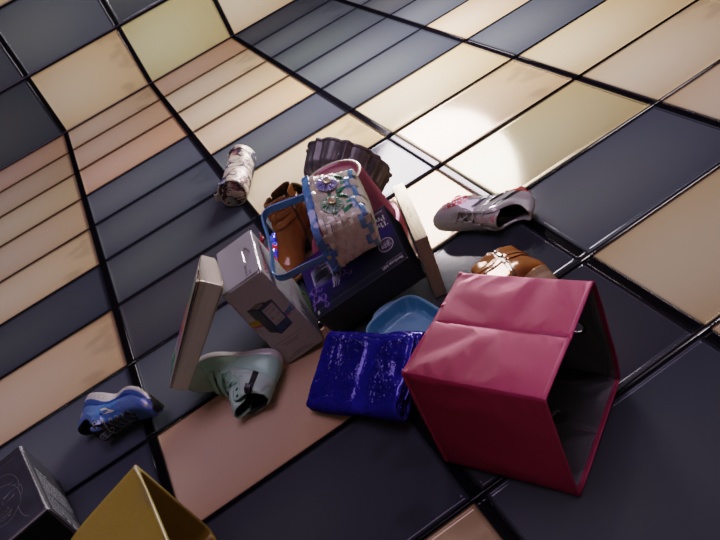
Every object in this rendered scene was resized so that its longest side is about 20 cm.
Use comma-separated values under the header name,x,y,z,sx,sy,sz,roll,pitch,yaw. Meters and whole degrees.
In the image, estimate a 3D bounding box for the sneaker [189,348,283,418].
name,x,y,z,sx,sy,sz,roll,pitch,yaw
sneaker,-0.238,0.205,1.261,0.198,0.074,0.119,-14,36,18

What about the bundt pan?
name,x,y,z,sx,sy,sz,roll,pitch,yaw
bundt pan,-0.035,-0.203,1.560,0.200,0.202,0.077,5,69,36

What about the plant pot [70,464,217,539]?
name,x,y,z,sx,sy,sz,roll,pitch,yaw
plant pot,-0.290,0.423,0.930,0.200,0.195,0.195,-40,37,-10

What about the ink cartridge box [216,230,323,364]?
name,x,y,z,sx,sy,sz,roll,pitch,yaw
ink cartridge box,-0.166,0.047,1.299,0.087,0.201,0.146,-33,36,5

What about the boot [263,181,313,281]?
name,x,y,z,sx,sy,sz,roll,pitch,yaw
boot,-0.157,-0.074,1.490,0.076,0.156,0.201,1,44,33

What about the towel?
name,x,y,z,sx,sy,sz,roll,pitch,yaw
towel,0.006,0.160,1.145,0.198,0.050,0.149,-4,55,40

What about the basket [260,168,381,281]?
name,x,y,z,sx,sy,sz,roll,pitch,yaw
basket,-0.076,-0.083,1.261,0.198,0.139,0.178,-26,49,7

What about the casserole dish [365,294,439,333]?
name,x,y,z,sx,sy,sz,roll,pitch,yaw
casserole dish,0.094,0.112,1.198,0.121,0.039,0.199,-38,36,-15

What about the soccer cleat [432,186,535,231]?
name,x,y,z,sx,sy,sz,roll,pitch,yaw
soccer cleat,0.233,-0.106,1.361,0.197,0.069,0.086,-11,34,14

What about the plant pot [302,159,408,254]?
name,x,y,z,sx,sy,sz,roll,pitch,yaw
plant pot,-0.025,-0.112,1.436,0.198,0.180,0.201,-18,36,14

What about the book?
name,x,y,z,sx,sy,sz,roll,pitch,yaw
book,-0.291,0.089,1.258,0.047,0.202,0.134,14,16,-17

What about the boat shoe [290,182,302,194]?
name,x,y,z,sx,sy,sz,roll,pitch,yaw
boat shoe,-0.115,-0.151,1.639,0.072,0.065,0.200,-35,36,-12

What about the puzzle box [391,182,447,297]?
name,x,y,z,sx,sy,sz,roll,pitch,yaw
puzzle box,0.108,-0.059,1.324,0.025,0.134,0.201,-21,34,4

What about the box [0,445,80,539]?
name,x,y,z,sx,sy,sz,roll,pitch,yaw
box,-0.574,0.429,1.153,0.200,0.125,0.196,-40,39,-18

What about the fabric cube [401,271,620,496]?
name,x,y,z,sx,sy,sz,roll,pitch,yaw
fabric cube,0.208,0.141,0.953,0.198,0.197,0.201,4,46,38

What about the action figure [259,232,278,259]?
name,x,y,z,sx,sy,sz,roll,pitch,yaw
action figure,-0.189,-0.060,1.592,0.065,0.052,0.201,-8,42,18

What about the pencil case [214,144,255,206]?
name,x,y,z,sx,sy,sz,roll,pitch,yaw
pencil case,-0.328,-0.254,1.896,0.088,0.079,0.201,-1,39,2

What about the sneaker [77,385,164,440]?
name,x,y,z,sx,sy,sz,roll,pitch,yaw
sneaker,-0.444,0.272,1.322,0.198,0.079,0.090,-15,43,30

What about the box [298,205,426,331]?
name,x,y,z,sx,sy,sz,roll,pitch,yaw
box,0.000,0.000,1.304,0.199,0.079,0.142,-34,51,13

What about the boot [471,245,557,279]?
name,x,y,z,sx,sy,sz,roll,pitch,yaw
boot,0.218,0.031,1.191,0.198,0.074,0.155,-18,32,-13
